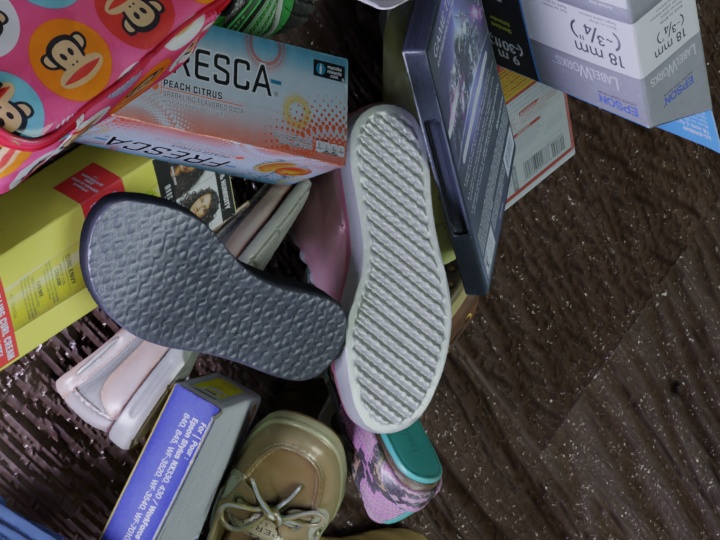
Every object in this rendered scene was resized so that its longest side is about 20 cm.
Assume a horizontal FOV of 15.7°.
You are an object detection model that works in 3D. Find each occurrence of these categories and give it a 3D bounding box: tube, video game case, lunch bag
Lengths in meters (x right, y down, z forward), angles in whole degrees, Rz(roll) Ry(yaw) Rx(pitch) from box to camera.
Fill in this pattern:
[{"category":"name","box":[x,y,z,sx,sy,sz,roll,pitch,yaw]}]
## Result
[{"category":"tube","box":[0.037,-0.095,1.649,0.052,0.058,0.201,-17,126,-16]},{"category":"video game case","box":[0.064,-0.105,1.638,0.143,0.019,0.201,-76,157,-44]},{"category":"lunch bag","box":[-0.177,-0.152,1.321,0.200,0.176,0.082,-43,179,-39]},{"category":"video game case","box":[0.081,-0.122,1.736,0.143,0.017,0.201,-38,136,-28]}]

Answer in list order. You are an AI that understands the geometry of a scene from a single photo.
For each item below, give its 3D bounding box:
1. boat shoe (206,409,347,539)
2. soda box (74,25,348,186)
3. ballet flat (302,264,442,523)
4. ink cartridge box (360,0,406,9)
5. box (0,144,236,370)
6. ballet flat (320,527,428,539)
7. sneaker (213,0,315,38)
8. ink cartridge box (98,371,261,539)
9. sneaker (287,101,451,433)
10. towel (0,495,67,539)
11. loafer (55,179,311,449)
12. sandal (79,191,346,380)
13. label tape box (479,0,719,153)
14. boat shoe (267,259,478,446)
[{"category":"boat shoe","box":[-0.061,0.169,1.647,0.063,0.073,0.201,-63,175,-47]},{"category":"soda box","box":[-0.102,-0.100,1.452,0.199,0.063,0.069,12,74,-38]},{"category":"ballet flat","box":[-0.006,0.070,1.656,0.069,0.201,0.071,8,143,-44]},{"category":"ink cartridge box","box":[0.044,-0.237,1.547,0.200,0.116,0.068,-34,133,-33]},{"category":"box","box":[-0.162,-0.021,1.490,0.200,0.050,0.076,-34,133,-32]},{"category":"ballet flat","box":[-0.001,0.217,1.803,0.199,0.063,0.069,6,107,-50]},{"category":"sneaker","box":[-0.071,-0.212,1.462,0.085,0.078,0.201,-28,131,-35]},{"category":"ink cartridge box","box":[-0.130,0.160,1.564,0.198,0.047,0.200,-63,172,2]},{"category":"sneaker","box":[0.000,0.000,1.621,0.075,0.105,0.202,-2,89,-27]},{"category":"towel","box":[-0.252,0.199,1.465,0.200,0.111,0.049,-27,129,-38]},{"category":"loafer","box":[-0.106,0.011,1.567,0.200,0.063,0.072,-55,176,-14]},{"category":"sandal","box":[-0.092,0.013,1.507,0.200,0.043,0.076,32,93,-43]},{"category":"label tape box","box":[0.145,-0.154,1.659,0.063,0.144,0.201,-41,136,-25]},{"category":"boat shoe","box":[0.012,0.072,1.725,0.200,0.072,0.068,-50,144,-12]}]
